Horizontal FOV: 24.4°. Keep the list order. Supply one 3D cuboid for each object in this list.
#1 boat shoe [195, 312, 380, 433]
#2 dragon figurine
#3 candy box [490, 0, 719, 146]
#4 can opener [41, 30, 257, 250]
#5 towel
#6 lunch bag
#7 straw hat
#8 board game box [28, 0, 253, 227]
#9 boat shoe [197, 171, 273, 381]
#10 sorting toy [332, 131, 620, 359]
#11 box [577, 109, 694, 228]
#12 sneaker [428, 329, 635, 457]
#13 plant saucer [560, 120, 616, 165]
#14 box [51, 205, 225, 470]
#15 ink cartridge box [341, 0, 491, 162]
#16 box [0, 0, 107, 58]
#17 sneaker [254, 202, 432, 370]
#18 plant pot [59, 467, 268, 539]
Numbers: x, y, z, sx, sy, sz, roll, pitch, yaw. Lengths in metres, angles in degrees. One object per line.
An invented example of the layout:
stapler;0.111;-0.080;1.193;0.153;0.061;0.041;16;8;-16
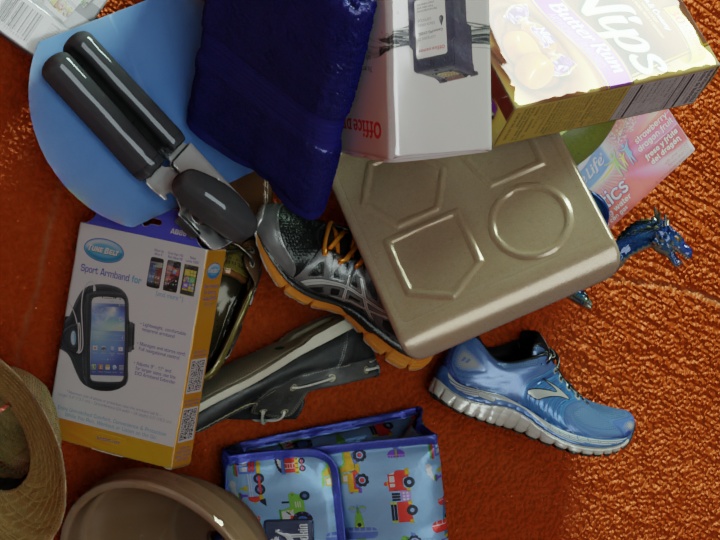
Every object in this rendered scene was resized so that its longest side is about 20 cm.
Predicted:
boat shoe;-0.075;0.100;1.394;0.199;0.072;0.068;-25;104;-18
dragon figurine;0.168;-0.036;1.354;0.199;0.059;0.100;29;87;10
candy box;0.173;-0.177;1.329;0.198;0.057;0.117;-14;64;-26
can opener;-0.152;-0.100;1.266;0.200;0.067;0.053;48;58;-15
towel;-0.057;-0.154;1.233;0.049;0.147;0.201;-32;150;-39
lunch bag;-0.030;0.214;1.430;0.198;0.094;0.152;-8;102;-6
straw hat;-0.283;0.121;1.308;0.085;0.200;0.203;-33;112;-56
board game box;-0.172;-0.126;1.323;0.199;0.039;0.159;-28;96;-30
boat shoe;-0.108;-0.006;1.369;0.071;0.068;0.202;11;94;-21
sorting toy;0.084;-0.049;1.318;0.184;0.037;0.201;-23;68;-1
box;0.174;-0.079;1.443;0.200;0.103;0.095;-42;109;-9
sneaker;0.163;0.104;1.478;0.199;0.078;0.090;20;93;-21
plant saucer;0.124;-0.169;1.393;0.198;0.031;0.202;-1;72;3
box;-0.178;0.047;1.333;0.118;0.041;0.202;12;93;20
ink cartridge box;0.030;-0.186;1.221;0.084;0.145;0.202;-5;99;-20
box;-0.245;-0.280;1.297;0.155;0.041;0.201;35;86;-22
sneaker;0.000;0.000;1.370;0.199;0.077;0.079;33;41;-20
plant pot;-0.140;0.239;1.358;0.093;0.199;0.202;-40;115;-54
